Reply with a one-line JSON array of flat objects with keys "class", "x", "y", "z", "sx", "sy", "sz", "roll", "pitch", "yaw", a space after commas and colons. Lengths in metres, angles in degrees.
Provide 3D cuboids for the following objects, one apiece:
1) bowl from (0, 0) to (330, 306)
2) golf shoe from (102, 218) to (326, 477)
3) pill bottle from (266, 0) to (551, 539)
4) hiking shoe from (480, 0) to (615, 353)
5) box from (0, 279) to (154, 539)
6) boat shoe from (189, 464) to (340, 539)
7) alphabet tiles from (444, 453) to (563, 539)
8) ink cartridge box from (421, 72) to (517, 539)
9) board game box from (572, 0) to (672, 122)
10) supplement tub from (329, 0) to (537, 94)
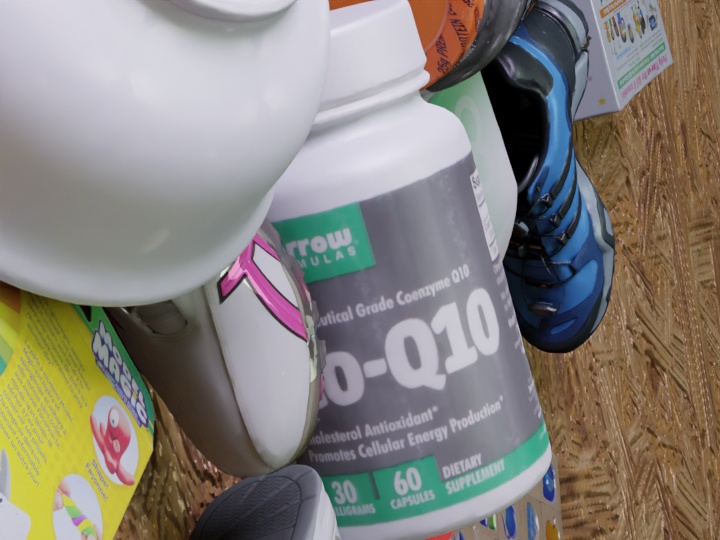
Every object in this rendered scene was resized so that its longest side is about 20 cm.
[{"class": "bowl", "x": -0.078, "y": -0.098, "z": 0.674, "sx": 0.201, "sy": 0.090, "sz": 0.202, "roll": 25, "pitch": 48, "yaw": -31}, {"class": "golf shoe", "x": -0.080, "y": -0.014, "z": 0.761, "sx": 0.092, "sy": 0.072, "sz": 0.201, "roll": -33, "pitch": 100, "yaw": -57}, {"class": "pill bottle", "x": 0.000, "y": 0.000, "z": 0.880, "sx": 0.113, "sy": 0.113, "sz": 0.201, "roll": -41, "pitch": 116, "yaw": -64}, {"class": "hiking shoe", "x": 0.081, "y": -0.041, "z": 1.142, "sx": 0.087, "sy": 0.074, "sz": 0.201, "roll": -42, "pitch": 128, "yaw": -53}, {"class": "box", "x": -0.124, "y": 0.060, "z": 0.647, "sx": 0.118, "sy": 0.048, "sz": 0.200, "roll": 65, "pitch": 29, "yaw": -28}, {"class": "boat shoe", "x": -0.037, "y": 0.155, "z": 0.775, "sx": 0.065, "sy": 0.074, "sz": 0.202, "roll": 60, "pitch": 22, "yaw": -29}, {"class": "alphabet tiles", "x": 0.075, "y": 0.142, "z": 1.129, "sx": 0.167, "sy": 0.008, "sz": 0.201, "roll": 34, "pitch": 49, "yaw": -59}, {"class": "ink cartridge box", "x": 0.041, "y": 0.018, "z": 1.039, "sx": 0.200, "sy": 0.050, "sz": 0.161, "roll": 68, "pitch": 29, "yaw": -17}, {"class": "board game box", "x": 0.122, "y": -0.199, "z": 1.324, "sx": 0.148, "sy": 0.064, "sz": 0.201, "roll": -38, "pitch": 113, "yaw": -64}, {"class": "supplement tub", "x": 0.030, "y": -0.156, "z": 1.010, "sx": 0.200, "sy": 0.122, "sz": 0.123, "roll": -55, "pitch": 130, "yaw": -60}]
